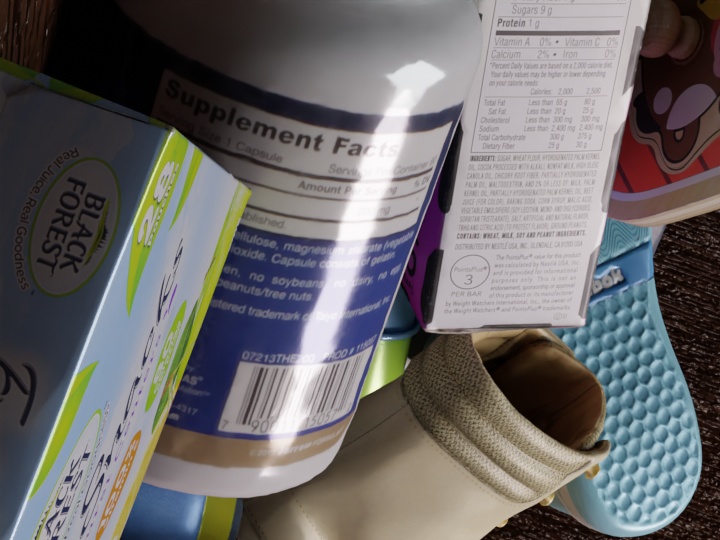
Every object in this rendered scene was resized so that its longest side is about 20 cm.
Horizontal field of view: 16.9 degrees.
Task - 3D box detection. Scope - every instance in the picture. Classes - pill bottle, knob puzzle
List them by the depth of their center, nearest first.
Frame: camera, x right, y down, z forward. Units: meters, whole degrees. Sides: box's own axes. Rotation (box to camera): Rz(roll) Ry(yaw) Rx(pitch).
[{"bbox_3d":[-0.030,-0.043,0.707,0.111,0.111,0.200,-66,176,-64],"label":"pill bottle"},{"bbox_3d":[0.102,-0.103,0.795,0.220,0.030,0.220,-31,-128,48],"label":"knob puzzle"}]

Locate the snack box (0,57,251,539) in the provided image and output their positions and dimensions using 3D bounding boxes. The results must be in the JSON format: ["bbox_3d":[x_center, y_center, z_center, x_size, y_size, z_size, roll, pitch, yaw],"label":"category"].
[{"bbox_3d":[-0.089,0.042,0.556,0.200,0.068,0.169,24,87,-87],"label":"snack box"}]

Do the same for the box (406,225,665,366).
[{"bbox_3d":[0.047,-0.083,1.069,0.197,0.124,0.200,61,-39,46],"label":"box"}]

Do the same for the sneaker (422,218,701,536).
[{"bbox_3d":[0.059,0.006,0.965,0.131,0.079,0.200,-1,-78,63],"label":"sneaker"}]

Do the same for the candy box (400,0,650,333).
[{"bbox_3d":[0.041,-0.099,0.779,0.136,0.061,0.200,-117,-150,-54],"label":"candy box"}]

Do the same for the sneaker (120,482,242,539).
[{"bbox_3d":[-0.102,0.072,0.815,0.200,0.078,0.066,166,-67,-70],"label":"sneaker"}]

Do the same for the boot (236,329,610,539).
[{"bbox_3d":[0.031,0.089,0.898,0.155,0.073,0.200,-36,148,16],"label":"boot"}]

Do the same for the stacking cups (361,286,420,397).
[{"bbox_3d":[0.000,0.000,0.966,0.061,0.060,0.200,-66,168,-68],"label":"stacking cups"}]
